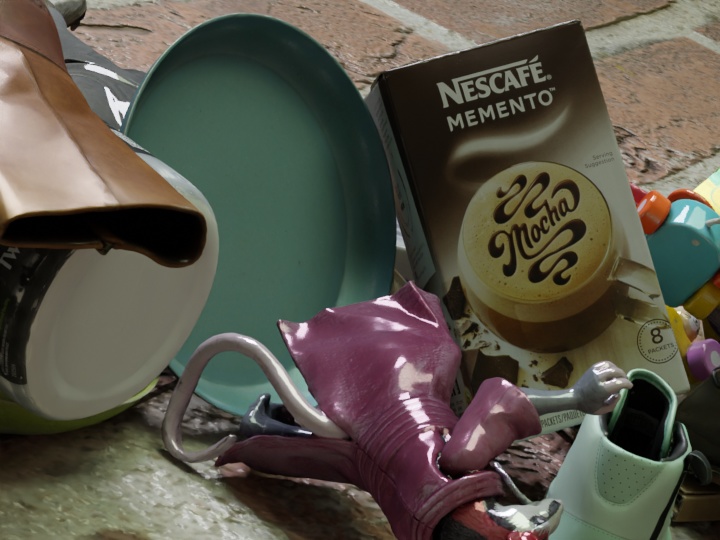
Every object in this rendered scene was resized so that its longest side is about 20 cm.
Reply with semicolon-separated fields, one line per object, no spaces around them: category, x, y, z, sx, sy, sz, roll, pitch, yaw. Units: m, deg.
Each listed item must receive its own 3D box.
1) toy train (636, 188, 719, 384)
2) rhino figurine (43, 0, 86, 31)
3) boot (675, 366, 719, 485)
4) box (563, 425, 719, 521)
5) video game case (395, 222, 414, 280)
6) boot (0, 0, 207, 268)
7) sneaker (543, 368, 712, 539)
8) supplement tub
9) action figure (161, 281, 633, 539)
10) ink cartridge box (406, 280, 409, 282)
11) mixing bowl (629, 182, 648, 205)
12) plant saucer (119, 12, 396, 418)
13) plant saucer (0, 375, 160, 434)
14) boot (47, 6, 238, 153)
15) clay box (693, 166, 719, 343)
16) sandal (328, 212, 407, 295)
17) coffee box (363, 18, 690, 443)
toy train;0.210;0.026;1.392;0.149;0.201;0.056;9;45;24
rhino figurine;-0.236;-0.154;1.550;0.060;0.087;0.200;60;27;12
boot;0.200;0.067;1.364;0.199;0.097;0.075;33;21;20
box;0.193;0.094;1.474;0.199;0.021;0.163;4;27;-45
video game case;-0.077;-0.061;1.454;0.199;0.023;0.182;14;19;-22
boot;-0.179;-0.067;0.996;0.188;0.069;0.200;12;30;-43
sneaker;0.135;0.100;1.230;0.073;0.119;0.200;23;17;5
supplement tub;-0.169;-0.032;1.121;0.200;0.123;0.122;36;22;30
action figure;0.023;0.077;1.133;0.148;0.135;0.200;11;19;-32
ink cartridge box;-0.056;-0.006;1.419;0.119;0.042;0.200;32;22;27
mixing bowl;0.095;-0.025;1.524;0.199;0.109;0.200;27;9;-4
plant saucer;-0.056;-0.026;1.243;0.027;0.202;0.199;-4;-4;41
plant saucer;-0.192;0.024;1.180;0.199;0.031;0.200;22;19;-8
boot;-0.125;-0.092;1.350;0.131;0.070;0.200;-3;27;-6
clay box;0.247;0.020;1.445;0.115;0.048;0.200;36;-21;35
sandal;0.000;0.000;1.346;0.200;0.054;0.081;41;33;-20
coffee box;0.084;-0.016;1.308;0.112;0.201;0.080;-16;-4;-9
